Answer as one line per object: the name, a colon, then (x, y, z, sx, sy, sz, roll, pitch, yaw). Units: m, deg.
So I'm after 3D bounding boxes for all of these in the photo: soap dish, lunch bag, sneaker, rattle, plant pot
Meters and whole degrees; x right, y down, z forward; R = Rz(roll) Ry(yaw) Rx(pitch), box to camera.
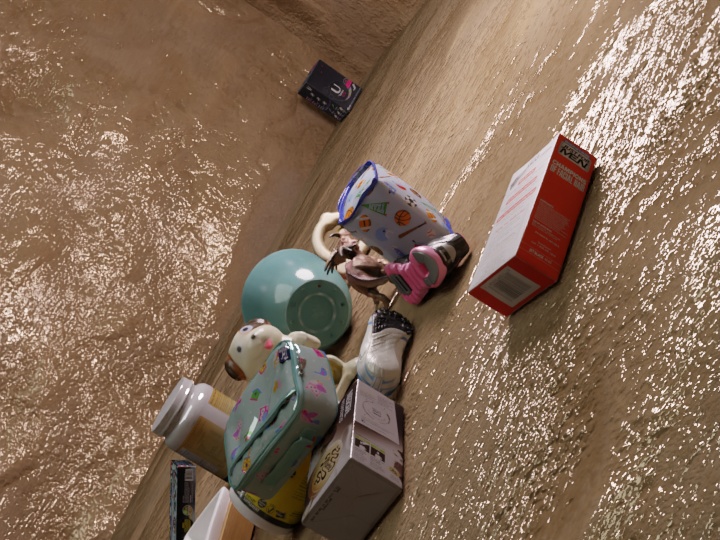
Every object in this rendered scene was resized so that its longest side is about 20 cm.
soap dish: (-0.244, 0.471, 1.834, 0.158, 0.081, 0.200, -53, 12, 24)
lunch bag: (0.053, -0.090, 1.852, 0.124, 0.170, 0.200, -49, 14, 15)
sneaker: (0.031, 0.120, 1.628, 0.073, 0.072, 0.200, -61, 4, 30)
rattle: (-0.044, -0.014, 2.355, 0.143, 0.129, 0.201, 120, 151, -63)
sneaker: (0.106, -0.010, 1.696, 0.095, 0.079, 0.200, -38, 4, -21)
plant pot: (-0.106, 0.067, 2.079, 0.201, 0.200, 0.161, -59, 22, -6)
lunch bag: (-0.111, 0.202, 1.509, 0.200, 0.077, 0.161, -55, 25, 26)

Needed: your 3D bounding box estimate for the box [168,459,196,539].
box: (-0.345, 0.472, 2.148, 0.137, 0.040, 0.202, 162, 109, -75)

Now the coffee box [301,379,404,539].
coffee box: (-0.006, 0.242, 1.410, 0.113, 0.080, 0.200, -54, 11, 20)

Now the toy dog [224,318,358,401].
toy dog: (-0.123, 0.158, 1.852, 0.140, 0.199, 0.194, -60, 11, -15)

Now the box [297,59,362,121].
box: (-0.115, -0.673, 4.179, 0.123, 0.199, 0.106, -63, 12, -25)

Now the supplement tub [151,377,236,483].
supplement tub: (-0.294, 0.312, 2.187, 0.145, 0.199, 0.145, -54, 11, 15)

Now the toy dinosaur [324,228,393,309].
toy dinosaur: (0.000, 0.000, 1.921, 0.086, 0.135, 0.200, -56, 11, 5)

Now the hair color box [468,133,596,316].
hair color box: (0.208, -0.055, 1.336, 0.111, 0.064, 0.201, -44, 18, 55)

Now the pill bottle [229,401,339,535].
pill bottle: (-0.097, 0.276, 1.633, 0.201, 0.112, 0.112, -57, 11, 5)

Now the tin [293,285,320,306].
tin: (-0.125, 0.108, 2.242, 0.201, 0.112, 0.042, -56, 11, 12)
